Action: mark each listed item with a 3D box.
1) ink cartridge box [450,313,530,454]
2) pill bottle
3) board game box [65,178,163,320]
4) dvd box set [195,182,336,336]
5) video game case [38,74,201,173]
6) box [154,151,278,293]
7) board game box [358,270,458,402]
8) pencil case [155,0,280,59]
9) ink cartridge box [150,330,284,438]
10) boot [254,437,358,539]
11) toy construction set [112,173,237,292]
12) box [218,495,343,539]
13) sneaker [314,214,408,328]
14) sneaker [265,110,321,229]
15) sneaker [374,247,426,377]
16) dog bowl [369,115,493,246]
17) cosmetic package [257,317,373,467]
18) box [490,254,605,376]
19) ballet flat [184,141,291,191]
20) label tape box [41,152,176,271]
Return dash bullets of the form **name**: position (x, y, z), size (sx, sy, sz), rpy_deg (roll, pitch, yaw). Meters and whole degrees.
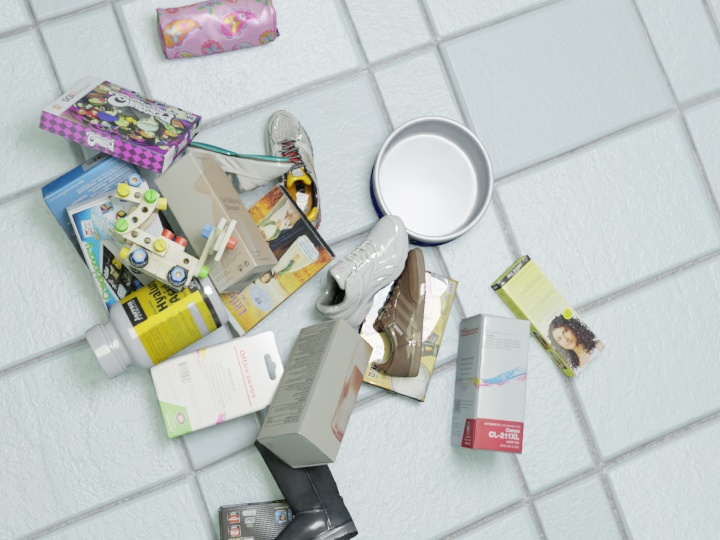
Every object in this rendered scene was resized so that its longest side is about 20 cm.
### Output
- **ink cartridge box**: position (0.203, 0.177, 1.547), size (0.081, 0.146, 0.205), rpy_deg (6, 83, -7)
- **pill bottle**: position (-0.306, 0.078, 1.480), size (0.198, 0.111, 0.113), rpy_deg (-31, 88, -12)
- **board game box**: position (-0.355, -0.023, 1.509), size (0.124, 0.035, 0.204), rpy_deg (-22, 114, -16)
- **dvd box set**: position (-0.156, -0.016, 1.546), size (0.199, 0.029, 0.147), rpy_deg (-38, 87, 14)
- **video game case**: position (-0.362, -0.227, 1.513), size (0.196, 0.182, 0.036), rpy_deg (21, 119, 0)
- **box**: position (-0.217, -0.073, 1.492), size (0.077, 0.095, 0.202), rpy_deg (-33, 84, 16)
- **board game box**: position (0.067, 0.094, 1.597), size (0.133, 0.035, 0.204), rpy_deg (19, 81, -5)
- **pencil case**: position (-0.230, -0.398, 1.598), size (0.196, 0.087, 0.089), rpy_deg (-14, 85, -9)
- **ink cartridge box**: position (-0.216, 0.174, 1.535), size (0.196, 0.067, 0.120), rpy_deg (-16, 86, -8)
- **boot**: position (-0.113, 0.335, 1.490), size (0.162, 0.066, 0.202), rpy_deg (-16, 63, -25)
- **toy construction set**: position (-0.274, -0.050, 1.422), size (0.196, 0.092, 0.133), rpy_deg (21, 71, 9)
- **box**: position (-0.117, 0.439, 1.527), size (0.195, 0.044, 0.164), rpy_deg (-3, 82, -7)
- **sneaker**: position (0.000, 0.000, 1.534), size (0.078, 0.099, 0.202), rpy_deg (39, 104, 37)
- **sneaker**: position (-0.101, -0.162, 1.583), size (0.076, 0.082, 0.204), rpy_deg (-16, 85, -9)
- **sneaker**: position (0.062, 0.063, 1.547), size (0.074, 0.070, 0.205), rpy_deg (3, 81, -1)
- **dog bowl**: position (0.114, -0.143, 1.609), size (0.195, 0.079, 0.205), rpy_deg (1, 83, -6)
- **cosmetic package**: position (-0.065, 0.184, 1.489), size (0.087, 0.102, 0.203), rpy_deg (43, 52, -29)
- **box**: position (0.307, 0.075, 1.621), size (0.075, 0.050, 0.201), rpy_deg (-42, 89, -10)
- **ballet flat**: position (-0.194, -0.158, 1.555), size (0.196, 0.069, 0.071), rpy_deg (13, 81, 26)
- **label tape box**: position (-0.382, -0.074, 1.537), size (0.143, 0.063, 0.202), rpy_deg (-32, 117, -10)
